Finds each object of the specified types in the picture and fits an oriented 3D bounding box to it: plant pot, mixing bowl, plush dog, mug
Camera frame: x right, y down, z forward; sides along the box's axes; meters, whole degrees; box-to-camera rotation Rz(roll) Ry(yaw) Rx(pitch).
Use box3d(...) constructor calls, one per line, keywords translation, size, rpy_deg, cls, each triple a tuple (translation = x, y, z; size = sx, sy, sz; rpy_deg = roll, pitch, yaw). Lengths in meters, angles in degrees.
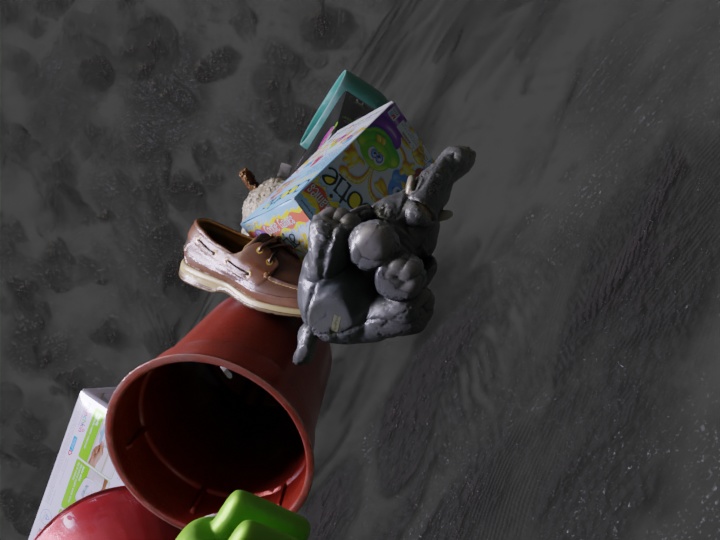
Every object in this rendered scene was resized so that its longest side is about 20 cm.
box3d(translation=(-0.121, 0.126, 0.914), size=(0.201, 0.201, 0.195), rpy_deg=(-53, 5, 26), cls="plant pot")
box3d(translation=(-0.219, 0.319, 0.870), size=(0.108, 0.200, 0.200), rpy_deg=(17, 75, 57), cls="mixing bowl")
box3d(translation=(-0.108, -0.083, 1.395), size=(0.200, 0.161, 0.172), rpy_deg=(-37, 27, -19), cls="plush dog")
box3d(translation=(-0.014, -0.260, 1.583), size=(0.152, 0.114, 0.185), rpy_deg=(-50, 14, 38), cls="mug")

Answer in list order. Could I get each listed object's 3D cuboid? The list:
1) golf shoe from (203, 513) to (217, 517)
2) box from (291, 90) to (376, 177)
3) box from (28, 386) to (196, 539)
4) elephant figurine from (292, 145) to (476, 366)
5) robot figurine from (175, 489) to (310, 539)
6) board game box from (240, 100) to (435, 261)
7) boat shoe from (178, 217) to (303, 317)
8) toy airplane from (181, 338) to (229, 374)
box3d(translation=(-0.155, 0.299, 0.785), size=(0.077, 0.088, 0.200), rpy_deg=(18, 75, 34), cls="golf shoe")
box3d(translation=(-0.016, -0.125, 1.224), size=(0.149, 0.124, 0.200), rpy_deg=(-53, 12, 26), cls="box")
box3d(translation=(-0.257, 0.258, 1.022), size=(0.097, 0.176, 0.200), rpy_deg=(7, -74, -63), cls="box")
box3d(translation=(0.025, -0.020, 0.856), size=(0.200, 0.155, 0.142), rpy_deg=(-58, -38, -60), cls="elephant figurine")
box3d(translation=(-0.108, 0.263, 0.659), size=(0.200, 0.116, 0.175), rpy_deg=(-58, 23, 4), cls="robot figurine")
box3d(translation=(-0.017, -0.081, 1.007), size=(0.105, 0.103, 0.200), rpy_deg=(-19, 23, 48), cls="board game box")
box3d(translation=(-0.100, -0.003, 0.927), size=(0.072, 0.200, 0.068), rpy_deg=(-23, -55, -58), cls="boat shoe")
box3d(translation=(-0.280, 0.188, 1.504), size=(0.199, 0.141, 0.200), rpy_deg=(-40, 23, 60), cls="toy airplane")
